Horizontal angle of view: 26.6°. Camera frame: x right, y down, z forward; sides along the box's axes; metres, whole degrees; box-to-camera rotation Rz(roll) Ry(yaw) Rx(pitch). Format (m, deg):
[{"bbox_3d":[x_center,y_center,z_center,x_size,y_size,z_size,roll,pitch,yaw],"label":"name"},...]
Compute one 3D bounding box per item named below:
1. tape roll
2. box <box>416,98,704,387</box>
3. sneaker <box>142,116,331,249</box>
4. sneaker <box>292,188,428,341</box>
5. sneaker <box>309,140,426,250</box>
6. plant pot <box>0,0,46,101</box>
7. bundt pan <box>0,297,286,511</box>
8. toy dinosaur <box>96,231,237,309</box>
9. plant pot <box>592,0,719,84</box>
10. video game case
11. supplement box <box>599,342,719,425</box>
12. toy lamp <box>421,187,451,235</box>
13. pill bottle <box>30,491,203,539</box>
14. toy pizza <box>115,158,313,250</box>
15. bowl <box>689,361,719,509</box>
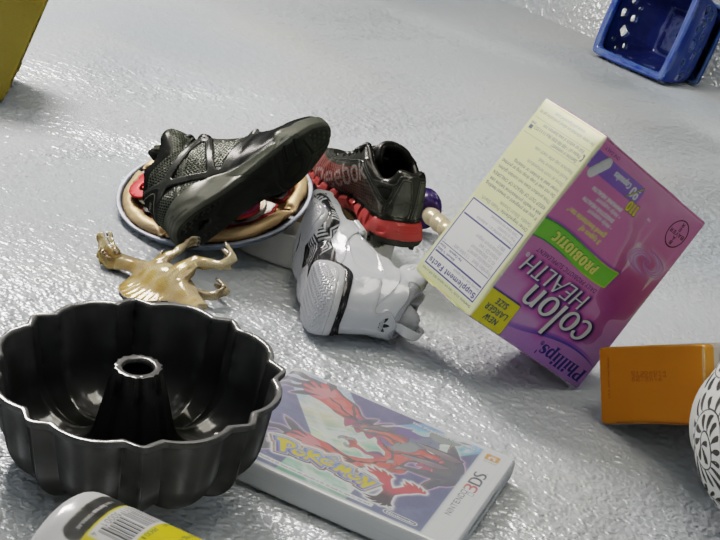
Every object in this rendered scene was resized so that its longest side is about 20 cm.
[{"bbox_3d":[-0.061,-0.050,1.610,0.203,0.037,0.203,15,20,-6],"label":"tape roll"},{"bbox_3d":[0.186,-0.022,1.407,0.176,0.200,0.097,34,7,-40],"label":"box"},{"bbox_3d":[-0.129,-0.111,1.479,0.199,0.076,0.114,-34,59,-19],"label":"sneaker"},{"bbox_3d":[0.000,0.000,1.448,0.115,0.075,0.200,14,33,-15],"label":"sneaker"},{"bbox_3d":[0.010,-0.100,1.603,0.071,0.098,0.200,3,23,-32],"label":"sneaker"},{"bbox_3d":[-0.465,-0.306,1.775,0.176,0.200,0.200,24,17,-14],"label":"plant pot"},{"bbox_3d":[-0.154,0.097,1.044,0.202,0.076,0.202,5,26,-3],"label":"bundt pan"},{"bbox_3d":[-0.162,0.012,1.359,0.101,0.058,0.200,-18,28,-34],"label":"toy dinosaur"},{"bbox_3d":[0.640,-0.504,3.186,0.180,0.200,0.200,5,21,-47],"label":"plant pot"},{"bbox_3d":[0.003,0.143,1.155,0.200,0.023,0.182,21,20,14],"label":"video game case"},{"bbox_3d":[0.332,0.102,1.388,0.200,0.074,0.126,1,-4,-37],"label":"supplement box"},{"bbox_3d":[0.108,-0.032,1.670,0.058,0.058,0.200,5,20,-30],"label":"toy lamp"},{"bbox_3d":[-0.080,0.204,0.787,0.200,0.114,0.114,22,20,15],"label":"pill bottle"},{"bbox_3d":[-0.148,-0.086,1.543,0.200,0.032,0.200,-1,34,0],"label":"toy pizza"},{"bbox_3d":[0.334,0.130,1.251,0.201,0.201,0.094,1,5,-37],"label":"bowl"}]
